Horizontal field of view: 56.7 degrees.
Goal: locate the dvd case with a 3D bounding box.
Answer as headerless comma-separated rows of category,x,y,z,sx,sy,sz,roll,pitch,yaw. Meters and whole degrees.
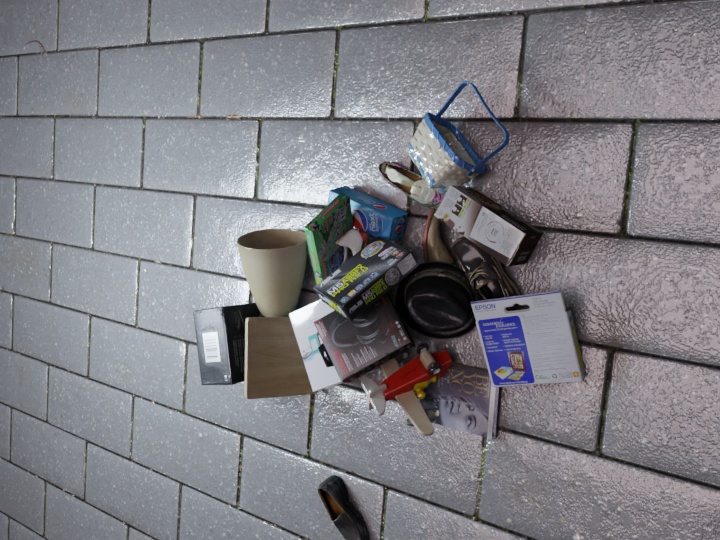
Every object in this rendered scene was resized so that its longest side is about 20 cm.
dvd case,0.226,0.291,1.536,0.198,0.016,0.151,7,96,33

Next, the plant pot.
plant pot,-0.221,0.013,1.741,0.185,0.187,0.203,11,114,32

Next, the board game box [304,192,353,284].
board game box,-0.066,-0.068,1.582,0.029,0.135,0.201,29,149,27

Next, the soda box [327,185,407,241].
soda box,0.013,-0.139,1.617,0.198,0.067,0.065,26,120,30

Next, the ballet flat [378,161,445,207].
ballet flat,0.119,-0.199,1.548,0.199,0.071,0.070,32,108,28

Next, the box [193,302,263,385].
box,-0.331,0.193,1.793,0.116,0.199,0.200,-8,88,33

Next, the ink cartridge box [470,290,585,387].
ink cartridge box,0.348,0.141,1.391,0.195,0.047,0.203,-9,103,31

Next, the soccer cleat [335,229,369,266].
soccer cleat,0.000,0.000,1.600,0.068,0.084,0.203,16,129,58

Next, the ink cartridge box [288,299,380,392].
ink cartridge box,-0.054,0.172,1.639,0.145,0.146,0.203,-24,80,31

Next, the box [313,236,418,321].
box,0.011,0.014,1.483,0.045,0.199,0.160,58,166,-27

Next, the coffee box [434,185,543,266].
coffee box,0.273,-0.097,1.425,0.199,0.112,0.081,38,112,27

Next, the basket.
basket,0.206,-0.281,1.440,0.200,0.138,0.178,-44,59,33

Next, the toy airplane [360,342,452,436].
toy airplane,0.101,0.266,1.528,0.196,0.142,0.202,7,63,23

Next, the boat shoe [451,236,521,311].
boat shoe,0.269,0.011,1.431,0.200,0.073,0.074,48,119,4

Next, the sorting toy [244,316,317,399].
sorting toy,-0.211,0.220,1.730,0.069,0.197,0.202,-1,88,61

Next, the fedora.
fedora,0.171,0.080,1.472,0.197,0.092,0.204,3,108,10

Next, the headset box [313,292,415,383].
headset box,0.001,0.147,1.492,0.198,0.077,0.150,-28,73,4

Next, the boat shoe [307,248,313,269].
boat shoe,-0.080,-0.071,1.678,0.075,0.086,0.203,45,150,25

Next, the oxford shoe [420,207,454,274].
oxford shoe,0.179,-0.042,1.527,0.074,0.070,0.203,4,102,15

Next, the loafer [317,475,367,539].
loafer,-0.051,0.630,1.706,0.073,0.072,0.201,-41,71,27
